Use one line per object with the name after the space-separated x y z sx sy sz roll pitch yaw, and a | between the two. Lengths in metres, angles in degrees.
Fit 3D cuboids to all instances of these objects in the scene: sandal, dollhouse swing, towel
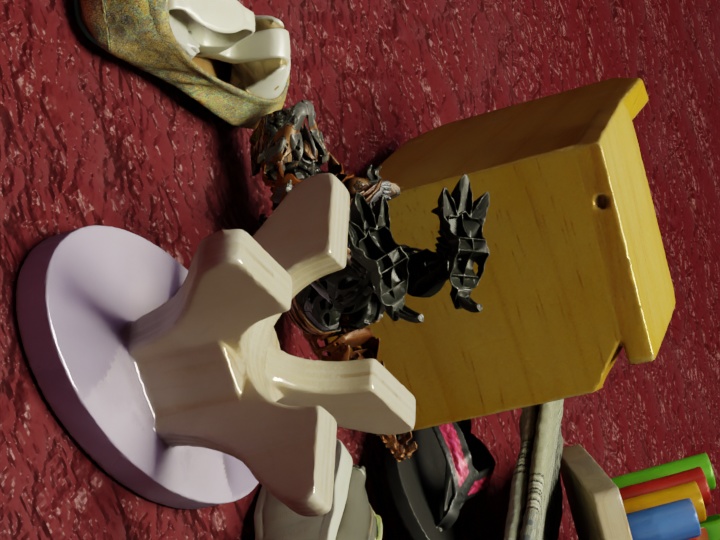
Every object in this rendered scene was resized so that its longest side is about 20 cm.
0.055 0.105 1.313 0.075 0.045 0.200 54 25 -28 | sandal
0.096 -0.014 1.313 0.176 0.200 0.182 -14 89 -64 | dollhouse swing
0.099 0.182 1.335 0.193 0.035 0.200 84 16 -50 | towel

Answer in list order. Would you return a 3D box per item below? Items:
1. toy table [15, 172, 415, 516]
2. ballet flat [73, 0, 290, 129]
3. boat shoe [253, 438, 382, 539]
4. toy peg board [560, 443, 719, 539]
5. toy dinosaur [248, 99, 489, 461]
-0.065 0.043 1.064 0.200 0.117 0.184 31 50 -56 | toy table
-0.078 -0.126 1.179 0.200 0.071 0.071 22 58 -59 | ballet flat
-0.031 0.171 1.117 0.060 0.072 0.202 57 28 -24 | boat shoe
0.208 0.212 1.375 0.199 0.098 0.200 -115 -170 -87 | toy peg board
0.000 0.000 1.192 0.102 0.136 0.200 -41 103 -41 | toy dinosaur
